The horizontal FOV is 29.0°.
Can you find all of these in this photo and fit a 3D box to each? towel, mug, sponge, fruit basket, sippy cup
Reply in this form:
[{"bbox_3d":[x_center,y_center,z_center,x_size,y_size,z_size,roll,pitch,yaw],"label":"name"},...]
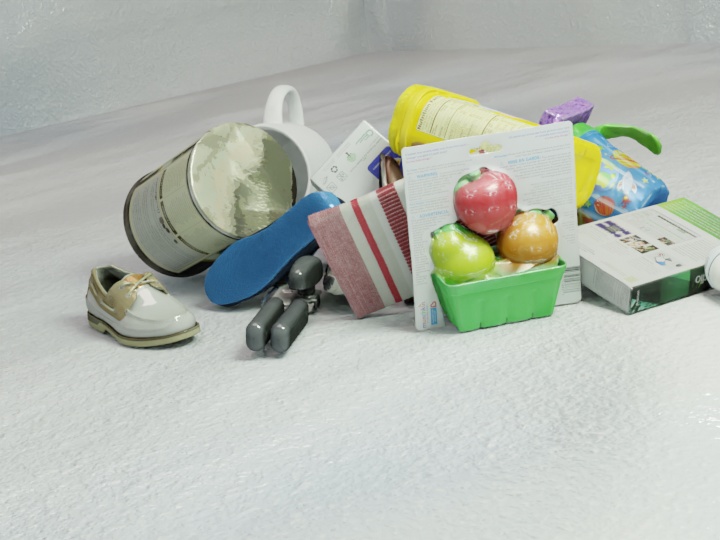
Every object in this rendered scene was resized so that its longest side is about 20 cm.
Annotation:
[{"bbox_3d":[0.059,-0.040,1.483,0.199,0.144,0.023,-22,37,6],"label":"towel"},{"bbox_3d":[-0.113,-0.174,2.065,0.147,0.201,0.175,3,10,18],"label":"mug"},{"bbox_3d":[0.215,-0.115,1.697,0.030,0.200,0.111,33,30,17],"label":"sponge"},{"bbox_3d":[0.135,-0.046,1.438,0.185,0.201,0.094,-11,16,-11],"label":"fruit basket"},{"bbox_3d":[0.287,-0.087,1.644,0.130,0.178,0.140,31,15,25],"label":"sippy cup"}]

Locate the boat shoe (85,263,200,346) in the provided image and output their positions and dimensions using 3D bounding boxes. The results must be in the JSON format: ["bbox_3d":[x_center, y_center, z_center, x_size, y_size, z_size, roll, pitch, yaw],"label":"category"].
[{"bbox_3d":[-0.254,0.038,1.572,0.075,0.069,0.200,-19,19,-39],"label":"boat shoe"}]

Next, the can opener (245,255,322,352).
[{"bbox_3d":[-0.083,0.036,1.510,0.052,0.067,0.200,1,18,9],"label":"can opener"}]

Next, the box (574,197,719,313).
[{"bbox_3d":[0.323,-0.019,1.510,0.199,0.036,0.144,-16,32,-25],"label":"box"}]

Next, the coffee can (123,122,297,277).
[{"bbox_3d":[-0.190,-0.084,1.735,0.146,0.147,0.200,-18,-3,-35],"label":"coffee can"}]

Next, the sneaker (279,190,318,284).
[{"bbox_3d":[-0.072,-0.056,1.762,0.200,0.074,0.081,-36,18,-23],"label":"sneaker"}]

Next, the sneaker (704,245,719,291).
[{"bbox_3d":[0.455,-0.007,1.417,0.199,0.073,0.071,-16,23,3],"label":"sneaker"}]

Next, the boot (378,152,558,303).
[{"bbox_3d":[0.128,-0.063,1.586,0.199,0.187,0.064,-12,-13,-3],"label":"boot"}]

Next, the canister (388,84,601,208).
[{"bbox_3d":[0.152,-0.137,1.561,0.200,0.087,0.148,24,11,35],"label":"canister"}]

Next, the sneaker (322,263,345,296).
[{"bbox_3d":[0.000,0.000,1.629,0.079,0.078,0.200,18,13,-4],"label":"sneaker"}]

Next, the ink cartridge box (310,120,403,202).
[{"bbox_3d":[0.046,-0.075,1.638,0.099,0.200,0.039,-47,-9,-6],"label":"ink cartridge box"}]

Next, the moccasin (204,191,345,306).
[{"bbox_3d":[-0.090,-0.015,1.622,0.200,0.081,0.068,-31,-20,21],"label":"moccasin"}]
